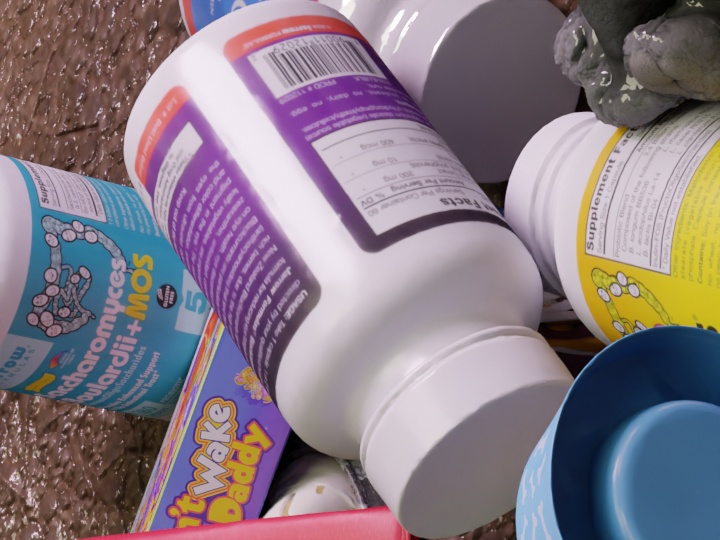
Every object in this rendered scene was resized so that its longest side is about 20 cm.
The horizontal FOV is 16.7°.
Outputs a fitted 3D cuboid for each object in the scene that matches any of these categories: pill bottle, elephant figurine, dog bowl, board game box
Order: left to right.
[{"bbox_3d":[-0.156,0.006,1.196,0.110,0.199,0.112,-21,63,49],"label":"pill bottle"},{"bbox_3d":[-0.066,0.084,1.131,0.135,0.044,0.201,-102,32,-79],"label":"board game box"},{"bbox_3d":[0.000,0.000,0.933,0.112,0.111,0.200,-54,53,28],"label":"pill bottle"},{"bbox_3d":[0.009,-0.109,1.085,0.200,0.112,0.113,32,105,53],"label":"pill bottle"},{"bbox_3d":[0.067,-0.153,0.836,0.141,0.200,0.156,-2,52,56],"label":"elephant figurine"},{"bbox_3d":[0.140,-0.010,0.881,0.200,0.104,0.105,16,92,55],"label":"pill bottle"},{"bbox_3d":[0.137,0.102,0.788,0.050,0.199,0.112,-44,17,58],"label":"dog bowl"}]

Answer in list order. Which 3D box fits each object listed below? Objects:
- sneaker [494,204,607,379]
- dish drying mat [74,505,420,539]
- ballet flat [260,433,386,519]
[{"bbox_3d":[0.056,0.018,1.013,0.199,0.075,0.091,8,91,53],"label":"sneaker"},{"bbox_3d":[-0.064,0.146,1.040,0.199,0.018,0.077,-9,78,27],"label":"dish drying mat"},{"bbox_3d":[-0.011,0.135,1.071,0.072,0.072,0.201,-43,47,37],"label":"ballet flat"}]
